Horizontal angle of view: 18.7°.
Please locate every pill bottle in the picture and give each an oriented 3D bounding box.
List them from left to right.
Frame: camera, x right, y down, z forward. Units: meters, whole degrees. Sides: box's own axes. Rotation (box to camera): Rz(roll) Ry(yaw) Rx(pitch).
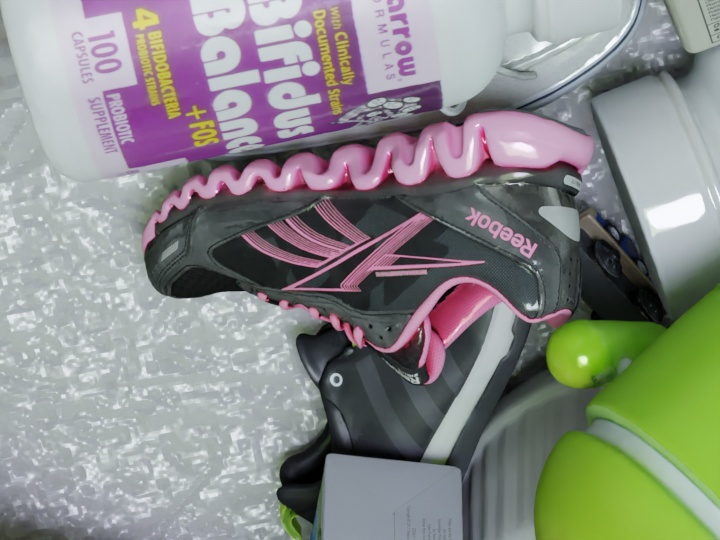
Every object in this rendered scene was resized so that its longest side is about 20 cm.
[{"bbox_3d":[-0.017,-0.102,0.742,0.200,0.112,0.112,-12,112,1],"label":"pill bottle"},{"bbox_3d":[0.199,-0.058,0.855,0.200,0.114,0.114,-20,112,6],"label":"pill bottle"}]

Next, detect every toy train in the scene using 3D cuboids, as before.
[{"bbox_3d":[0.144,0.044,0.931,0.034,0.046,0.200,-32,113,29],"label":"toy train"}]

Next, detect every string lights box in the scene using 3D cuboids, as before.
[{"bbox_3d":[-0.001,0.182,0.914,0.059,0.103,0.200,7,133,-5],"label":"string lights box"}]

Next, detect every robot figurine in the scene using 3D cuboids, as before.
[{"bbox_3d":[0.145,0.067,0.776,0.200,0.175,0.116,-42,154,-10],"label":"robot figurine"}]

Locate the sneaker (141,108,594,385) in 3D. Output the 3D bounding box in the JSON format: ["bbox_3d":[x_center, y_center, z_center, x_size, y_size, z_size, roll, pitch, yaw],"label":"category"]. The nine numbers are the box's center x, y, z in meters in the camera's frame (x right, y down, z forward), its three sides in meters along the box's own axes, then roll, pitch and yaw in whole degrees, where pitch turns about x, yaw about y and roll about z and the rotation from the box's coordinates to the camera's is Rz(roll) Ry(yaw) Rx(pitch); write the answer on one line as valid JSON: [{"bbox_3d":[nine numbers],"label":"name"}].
[{"bbox_3d":[0.000,0.000,0.852,0.200,0.079,0.096,-11,82,30],"label":"sneaker"}]

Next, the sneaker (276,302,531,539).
[{"bbox_3d":[0.016,0.035,0.907,0.083,0.072,0.200,17,110,-8],"label":"sneaker"}]

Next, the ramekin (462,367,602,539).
[{"bbox_3d":[0.129,0.137,0.913,0.202,0.094,0.203,6,126,8],"label":"ramekin"}]

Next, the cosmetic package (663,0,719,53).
[{"bbox_3d":[0.132,-0.162,0.750,0.105,0.071,0.200,-21,155,8],"label":"cosmetic package"}]

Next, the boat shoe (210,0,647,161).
[{"bbox_3d":[0.012,-0.091,0.840,0.202,0.086,0.075,-11,88,5],"label":"boat shoe"}]
